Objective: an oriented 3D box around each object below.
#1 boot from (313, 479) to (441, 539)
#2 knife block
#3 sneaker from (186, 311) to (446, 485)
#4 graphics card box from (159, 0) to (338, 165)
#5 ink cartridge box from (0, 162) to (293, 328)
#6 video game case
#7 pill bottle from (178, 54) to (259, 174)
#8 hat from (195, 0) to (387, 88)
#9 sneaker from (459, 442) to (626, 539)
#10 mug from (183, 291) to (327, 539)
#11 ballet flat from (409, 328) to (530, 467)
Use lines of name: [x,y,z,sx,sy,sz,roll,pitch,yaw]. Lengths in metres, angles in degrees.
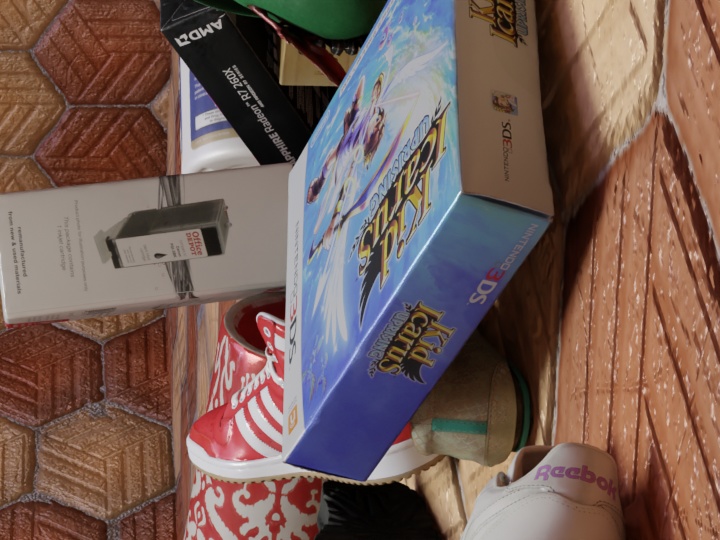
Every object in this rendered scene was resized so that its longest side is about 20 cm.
boot: [0.002,0.218,1.123,0.211,0.079,0.158,-79,-2,-78]
knife block: [-0.018,-0.211,1.318,0.176,0.064,0.200,103,165,-53]
sneaker: [-0.041,0.059,1.137,0.200,0.071,0.113,-6,110,47]
graphics card box: [-0.073,-0.150,1.413,0.200,0.051,0.126,55,-158,-45]
ink cartridge box: [-0.144,-0.015,1.362,0.147,0.200,0.083,156,107,-79]
video game case: [0.019,-0.035,0.908,0.200,0.045,0.181,122,155,-45]
pill bottle: [-0.094,-0.165,1.661,0.111,0.111,0.200,111,157,-67]
hat: [-0.018,-0.137,1.044,0.166,0.200,0.176,-55,33,39]
sneaker: [0.069,0.128,0.793,0.200,0.075,0.100,111,176,-67]
mug: [-0.056,0.116,1.342,0.178,0.133,0.200,-127,40,-57]
ballet flat: [0.033,0.048,0.987,0.200,0.062,0.068,-141,51,-79]
